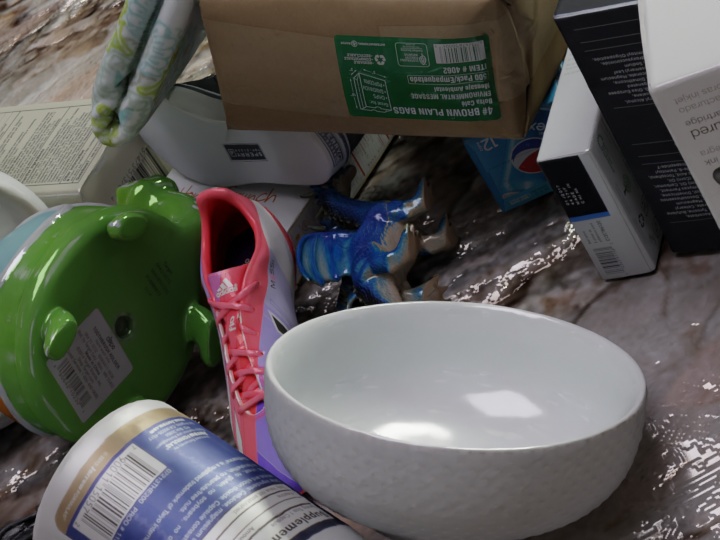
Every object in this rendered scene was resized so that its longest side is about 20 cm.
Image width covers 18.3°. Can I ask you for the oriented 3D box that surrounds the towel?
[{"bbox_3d":[-0.107,-0.196,1.410,0.200,0.048,0.171,-63,-1,36],"label":"towel"}]

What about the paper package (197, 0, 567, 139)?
[{"bbox_3d":[0.025,-0.172,1.367,0.199,0.104,0.191,3,41,22],"label":"paper package"}]

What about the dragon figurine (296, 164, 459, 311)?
[{"bbox_3d":[0.000,0.000,1.358,0.099,0.059,0.200,-19,33,23],"label":"dragon figurine"}]

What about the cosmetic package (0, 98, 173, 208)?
[{"bbox_3d":[-0.228,-0.056,1.581,0.200,0.087,0.104,0,47,36],"label":"cosmetic package"}]

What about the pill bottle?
[{"bbox_3d":[-0.060,0.159,1.130,0.200,0.111,0.111,32,67,25],"label":"pill bottle"}]

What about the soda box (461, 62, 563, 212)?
[{"bbox_3d":[0.094,-0.128,1.436,0.068,0.064,0.200,-25,35,11],"label":"soda box"}]

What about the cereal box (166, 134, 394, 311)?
[{"bbox_3d":[-0.073,-0.050,1.493,0.144,0.040,0.200,2,48,39],"label":"cereal box"}]

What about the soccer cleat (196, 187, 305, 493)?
[{"bbox_3d":[-0.062,0.041,1.316,0.067,0.076,0.200,-25,51,19],"label":"soccer cleat"}]

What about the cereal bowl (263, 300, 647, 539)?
[{"bbox_3d":[0.047,0.088,1.162,0.199,0.084,0.200,2,21,-1],"label":"cereal bowl"}]

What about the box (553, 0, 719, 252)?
[{"bbox_3d":[0.210,-0.145,1.264,0.104,0.182,0.200,-8,41,32],"label":"box"}]

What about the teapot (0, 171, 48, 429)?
[{"bbox_3d":[-0.289,0.014,1.469,0.200,0.198,0.146,-36,22,-25],"label":"teapot"}]

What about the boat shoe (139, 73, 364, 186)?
[{"bbox_3d":[-0.070,-0.101,1.456,0.200,0.072,0.068,5,42,48],"label":"boat shoe"}]

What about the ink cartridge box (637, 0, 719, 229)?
[{"bbox_3d":[0.245,-0.068,1.129,0.144,0.200,0.084,-19,39,19],"label":"ink cartridge box"}]

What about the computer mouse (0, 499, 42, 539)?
[{"bbox_3d":[-0.127,0.159,1.287,0.110,0.044,0.200,-43,30,-21],"label":"computer mouse"}]

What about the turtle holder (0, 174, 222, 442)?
[{"bbox_3d":[-0.171,0.012,1.372,0.131,0.141,0.186,6,75,41],"label":"turtle holder"}]

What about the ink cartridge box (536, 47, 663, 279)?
[{"bbox_3d":[0.157,-0.100,1.323,0.039,0.100,0.200,-10,40,31],"label":"ink cartridge box"}]
